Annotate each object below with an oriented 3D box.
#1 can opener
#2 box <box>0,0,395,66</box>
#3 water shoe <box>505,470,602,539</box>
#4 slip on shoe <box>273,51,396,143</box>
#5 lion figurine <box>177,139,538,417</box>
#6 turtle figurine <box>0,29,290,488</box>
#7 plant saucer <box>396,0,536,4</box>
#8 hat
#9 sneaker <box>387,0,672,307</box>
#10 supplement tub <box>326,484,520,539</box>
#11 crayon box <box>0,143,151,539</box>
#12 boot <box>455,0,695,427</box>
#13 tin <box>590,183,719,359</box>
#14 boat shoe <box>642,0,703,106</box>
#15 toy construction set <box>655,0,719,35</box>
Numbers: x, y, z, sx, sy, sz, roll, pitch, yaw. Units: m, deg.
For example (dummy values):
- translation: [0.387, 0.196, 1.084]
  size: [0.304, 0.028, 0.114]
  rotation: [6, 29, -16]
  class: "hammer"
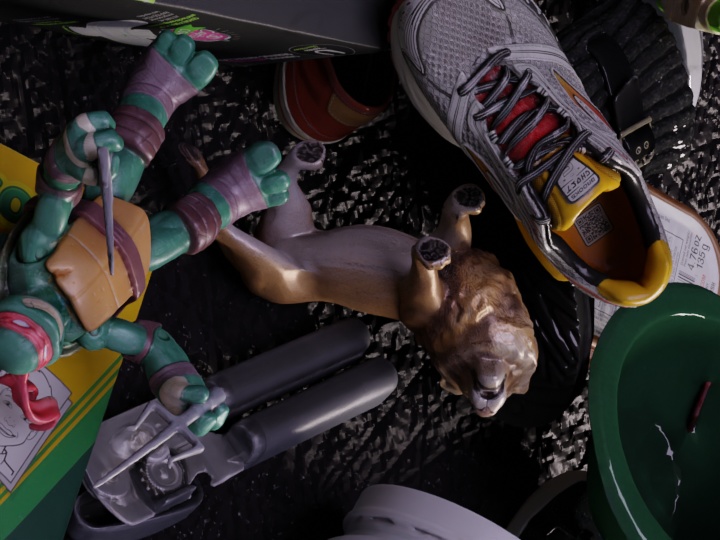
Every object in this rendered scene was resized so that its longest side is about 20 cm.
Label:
- translation: [-0.068, 0.082, 1.058]
  size: [0.199, 0.067, 0.054]
  rotation: [-22, 71, -44]
  class: "can opener"
- translation: [-0.091, -0.185, 0.986]
  size: [0.199, 0.124, 0.150]
  rotation: [7, 86, -40]
  class: "box"
- translation: [0.105, 0.203, 1.172]
  size: [0.072, 0.079, 0.201]
  rotation: [46, 63, -29]
  class: "water shoe"
- translation: [0.002, -0.166, 1.103]
  size: [0.074, 0.061, 0.202]
  rotation: [16, 78, -36]
  class: "slip on shoe"
- translation: [0.000, 0.000, 1.065]
  size: [0.123, 0.199, 0.073]
  rotation: [93, 22, -58]
  class: "lion figurine"
- translation: [-0.108, -0.009, 0.915]
  size: [0.200, 0.100, 0.151]
  rotation: [-59, 140, -44]
  class: "turtle figurine"
- translation: [0.060, -0.197, 1.054]
  size: [0.200, 0.034, 0.202]
  rotation: [3, 90, -67]
  class: "plant saucer"
- translation: [0.145, 0.126, 1.185]
  size: [0.165, 0.176, 0.202]
  rotation: [-11, 80, -37]
  class: "hat"
- translation: [0.089, -0.064, 0.999]
  size: [0.078, 0.082, 0.200]
  rotation: [-41, 111, 0]
  class: "sneaker"
- translation: [0.010, 0.225, 1.051]
  size: [0.145, 0.144, 0.201]
  rotation: [43, 64, -31]
  class: "supplement tub"
- translation: [-0.202, 0.022, 0.934]
  size: [0.199, 0.058, 0.174]
  rotation: [28, 72, -36]
  class: "crayon box"
- translation: [0.120, -0.034, 1.143]
  size: [0.158, 0.079, 0.213]
  rotation: [-30, 127, -53]
  class: "boot"
- translation: [0.143, -0.004, 1.234]
  size: [0.199, 0.042, 0.113]
  rotation: [24, 70, -37]
  class: "tin"
- translation: [0.177, -0.174, 1.217]
  size: [0.066, 0.070, 0.201]
  rotation: [-36, 129, -33]
  class: "boat shoe"
- translation: [0.219, -0.202, 1.132]
  size: [0.130, 0.092, 0.202]
  rotation: [10, 88, -23]
  class: "toy construction set"
